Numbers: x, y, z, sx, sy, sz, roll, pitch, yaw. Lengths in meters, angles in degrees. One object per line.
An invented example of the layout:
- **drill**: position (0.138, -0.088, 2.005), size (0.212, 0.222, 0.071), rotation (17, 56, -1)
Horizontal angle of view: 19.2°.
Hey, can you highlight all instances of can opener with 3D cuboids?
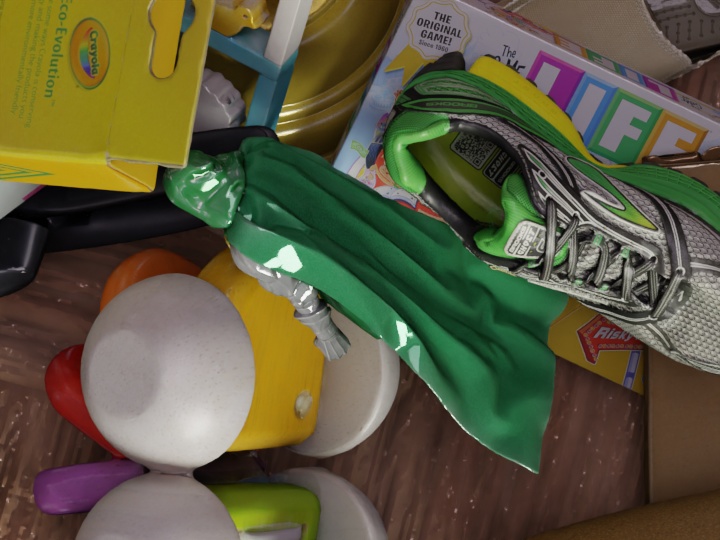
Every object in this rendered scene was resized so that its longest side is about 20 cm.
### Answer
- **can opener**: position (-0.116, -0.029, 0.968), size (0.199, 0.063, 0.079), rotation (-11, 69, 19)

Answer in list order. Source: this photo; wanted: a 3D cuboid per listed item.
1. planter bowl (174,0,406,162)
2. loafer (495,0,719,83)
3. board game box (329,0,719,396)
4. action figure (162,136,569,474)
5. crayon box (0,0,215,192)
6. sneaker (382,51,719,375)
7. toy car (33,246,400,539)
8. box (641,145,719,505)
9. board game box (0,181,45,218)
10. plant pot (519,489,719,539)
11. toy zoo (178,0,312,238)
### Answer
- **planter bowl**: position (-0.050, -0.148, 1.002), size (0.199, 0.083, 0.202), rotation (0, 85, -3)
- **loafer**: position (0.122, -0.117, 1.018), size (0.199, 0.068, 0.076), rotation (-24, 87, -5)
- **board game box**: position (0.089, -0.037, 0.994), size (0.199, 0.034, 0.135), rotation (24, 108, -6)
- **action figure**: position (0.000, 0.000, 0.912), size (0.200, 0.055, 0.119), rotation (31, 42, -27)
- **crayon box**: position (-0.144, -0.102, 0.868), size (0.199, 0.051, 0.128), rotation (6, 80, 19)
- **sneaker**: position (0.092, -0.012, 0.918), size (0.199, 0.085, 0.078), rotation (32, 122, 7)
- **toy car**: position (-0.080, 0.086, 0.956), size (0.149, 0.175, 0.201), rotation (2, 89, 32)
- **box**: position (0.212, 0.035, 0.990), size (0.163, 0.021, 0.201), rotation (-6, 113, -4)
- **board game box**: position (-0.225, -0.103, 0.954), size (0.147, 0.064, 0.200), rotation (-35, 72, 8)
- **plant pot**: position (0.143, 0.180, 0.946), size (0.199, 0.186, 0.187), rotation (0, 85, 2)
- **toy zoo**: position (-0.087, -0.119, 0.945), size (0.131, 0.200, 0.020), rotation (29, 43, 11)
